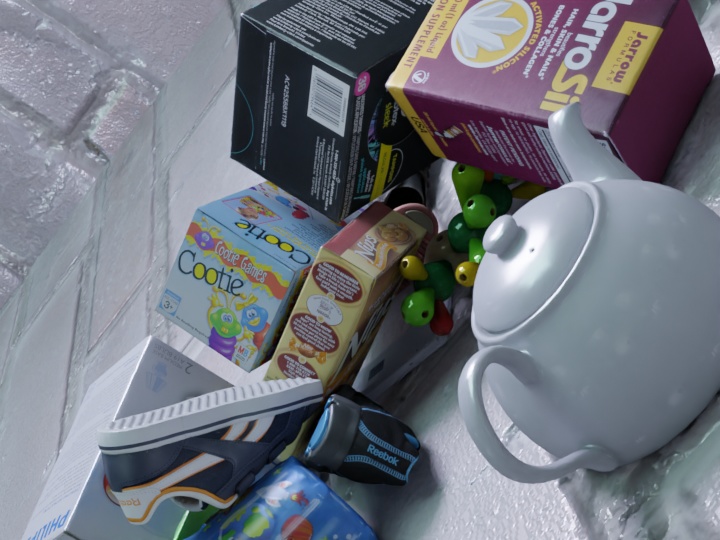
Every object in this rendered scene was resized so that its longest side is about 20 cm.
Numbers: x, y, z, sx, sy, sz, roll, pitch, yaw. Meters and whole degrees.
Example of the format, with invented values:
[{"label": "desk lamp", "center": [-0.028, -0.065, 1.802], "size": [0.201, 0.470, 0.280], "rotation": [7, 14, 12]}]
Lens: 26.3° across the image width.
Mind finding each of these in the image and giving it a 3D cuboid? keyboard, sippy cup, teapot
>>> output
[{"label": "keyboard", "center": [0.014, 0.094, 1.361], "size": [0.200, 0.011, 0.056], "rotation": [-42, 18, 36]}, {"label": "sippy cup", "center": [-0.061, 0.217, 1.162], "size": [0.130, 0.178, 0.140], "rotation": [-47, -11, -8]}, {"label": "teapot", "center": [0.136, 0.019, 0.962], "size": [0.198, 0.146, 0.200], "rotation": [-53, 19, 9]}]

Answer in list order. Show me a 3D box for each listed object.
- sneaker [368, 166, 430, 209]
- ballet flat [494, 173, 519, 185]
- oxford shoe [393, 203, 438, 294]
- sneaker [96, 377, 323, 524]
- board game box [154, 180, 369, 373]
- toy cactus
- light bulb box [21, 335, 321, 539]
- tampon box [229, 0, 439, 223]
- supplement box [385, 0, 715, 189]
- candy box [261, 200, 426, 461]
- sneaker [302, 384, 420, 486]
[{"label": "sneaker", "center": [0.051, -0.114, 1.538], "size": [0.106, 0.075, 0.201], "rotation": [13, 79, 66]}, {"label": "ballet flat", "center": [0.168, -0.144, 1.296], "size": [0.200, 0.068, 0.067], "rotation": [-36, 3, 42]}, {"label": "oxford shoe", "center": [0.000, 0.000, 1.462], "size": [0.200, 0.071, 0.074], "rotation": [-43, 11, 25]}, {"label": "sneaker", "center": [-0.108, 0.134, 1.167], "size": [0.078, 0.199, 0.080], "rotation": [-4, 97, 50]}, {"label": "board game box", "center": [-0.071, -0.006, 1.332], "size": [0.200, 0.105, 0.103], "rotation": [-28, -33, -62]}, {"label": "toy cactus", "center": [0.093, -0.023, 1.267], "size": [0.165, 0.102, 0.201], "rotation": [119, 175, -68]}, {"label": "light bulb box", "center": [-0.159, 0.201, 1.307], "size": [0.125, 0.198, 0.201], "rotation": [-38, 26, 47]}, {"label": "tampon box", "center": [0.007, -0.163, 1.294], "size": [0.200, 0.126, 0.150], "rotation": [-35, -34, -38]}, {"label": "supplement box", "center": [0.141, -0.143, 1.153], "size": [0.199, 0.103, 0.131], "rotation": [17, 70, 35]}, {"label": "candy box", "center": [-0.023, 0.052, 1.277], "size": [0.115, 0.055, 0.201], "rotation": [-43, -18, -58]}, {"label": "sneaker", "center": [0.002, 0.141, 1.225], "size": [0.200, 0.082, 0.073], "rotation": [-28, -37, -89]}]
